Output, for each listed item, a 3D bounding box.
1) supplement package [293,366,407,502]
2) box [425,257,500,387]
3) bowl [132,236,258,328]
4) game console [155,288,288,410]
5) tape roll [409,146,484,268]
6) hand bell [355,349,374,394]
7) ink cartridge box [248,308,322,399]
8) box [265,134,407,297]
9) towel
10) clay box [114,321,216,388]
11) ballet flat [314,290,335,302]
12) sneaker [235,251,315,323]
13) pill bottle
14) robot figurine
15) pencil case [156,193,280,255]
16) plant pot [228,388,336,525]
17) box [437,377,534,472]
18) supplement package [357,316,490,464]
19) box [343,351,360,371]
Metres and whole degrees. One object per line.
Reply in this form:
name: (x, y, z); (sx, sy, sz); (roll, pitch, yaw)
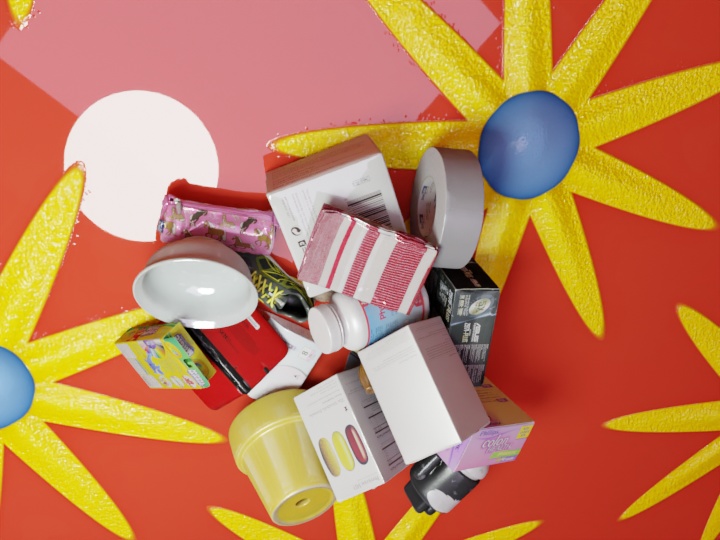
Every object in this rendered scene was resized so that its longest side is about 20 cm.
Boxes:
supplement package: (-0.015, 0.293, 1.119); (0.113, 0.109, 0.201); (-32, 76, 26)
box: (0.179, 0.090, 1.151); (0.085, 0.164, 0.202); (1, 113, -11)
bowl: (-0.266, 0.008, 1.013); (0.199, 0.091, 0.202); (-3, 145, -2)
game console: (-0.266, 0.134, 1.144); (0.172, 0.118, 0.200); (-44, 101, -24)
tape roll: (0.141, -0.105, 1.038); (0.065, 0.201, 0.202); (3, 113, -11)
hand bell: (0.008, 0.153, 1.119); (0.103, 0.201, 0.105); (-2, 122, -3)
ink cartridge box: (-0.192, 0.163, 1.178); (0.199, 0.057, 0.163); (26, 107, -25)
box: (-0.037, -0.095, 1.047); (0.198, 0.131, 0.200); (-20, 116, 0)
towel: (0.010, -0.011, 0.977); (0.198, 0.023, 0.145); (19, 123, -6)
clay box: (-0.338, 0.152, 1.078); (0.199, 0.048, 0.115); (-9, 120, 41)
ballet flat: (0.000, 0.000, 1.122); (0.199, 0.067, 0.069); (-29, 99, -4)
sneaker: (-0.159, 0.026, 1.103); (0.199, 0.085, 0.075); (29, 104, -22)
pill bottle: (0.014, 0.074, 1.075); (0.199, 0.109, 0.110); (-18, 118, -27)
robot figurine: (0.186, 0.436, 1.328); (0.125, 0.150, 0.200); (43, 102, 6)
pencil case: (-0.240, -0.076, 1.045); (0.198, 0.086, 0.084); (8, 89, -14)
plant pot: (-0.133, 0.362, 1.164); (0.199, 0.190, 0.202); (-15, 136, -15)
box: (0.196, 0.274, 1.186); (0.175, 0.200, 0.097); (5, 115, -39)
supplement package: (0.106, 0.198, 1.033); (0.119, 0.121, 0.201); (-32, 75, 32)
box: (0.023, 0.276, 1.200); (0.051, 0.157, 0.202); (-8, 121, -49)
